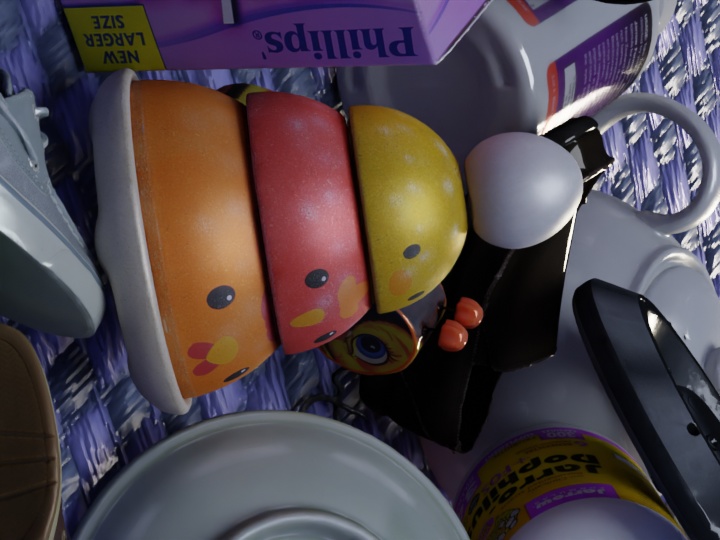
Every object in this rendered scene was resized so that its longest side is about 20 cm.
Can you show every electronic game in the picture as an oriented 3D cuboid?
[{"bbox_3d":[0.156,0.091,1.391,0.200,0.042,0.200,55,11,-17],"label":"electronic game"}]

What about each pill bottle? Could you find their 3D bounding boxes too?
[{"bbox_3d":[0.103,0.144,1.389,0.200,0.104,0.104,-115,-162,-77],"label":"pill bottle"},{"bbox_3d":[0.082,-0.121,1.498,0.200,0.111,0.112,-34,120,-53],"label":"pill bottle"}]

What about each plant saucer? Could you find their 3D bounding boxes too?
[{"bbox_3d":[-0.030,0.157,1.273,0.200,0.050,0.200,3,81,-18],"label":"plant saucer"}]

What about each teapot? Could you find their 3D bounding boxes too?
[{"bbox_3d":[0.128,0.043,1.546,0.197,0.146,0.200,-59,137,-40],"label":"teapot"}]

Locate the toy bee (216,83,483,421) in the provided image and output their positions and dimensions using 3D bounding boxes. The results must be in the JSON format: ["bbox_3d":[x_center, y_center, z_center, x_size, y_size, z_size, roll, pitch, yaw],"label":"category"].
[{"bbox_3d":[0.000,0.000,1.373,0.200,0.109,0.131,51,47,-46],"label":"toy bee"}]

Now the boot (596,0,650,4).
[{"bbox_3d":[0.040,-0.171,1.362,0.158,0.211,0.079,-31,143,-59],"label":"boot"}]

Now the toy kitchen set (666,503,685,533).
[{"bbox_3d":[0.308,0.181,1.829,0.180,0.163,0.200,-54,135,-43],"label":"toy kitchen set"}]

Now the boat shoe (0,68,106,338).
[{"bbox_3d":[-0.151,-0.050,1.157,0.201,0.070,0.072,51,54,-43],"label":"boat shoe"}]

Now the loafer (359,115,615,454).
[{"bbox_3d":[0.073,0.010,1.425,0.073,0.071,0.200,-30,157,-48],"label":"loafer"}]

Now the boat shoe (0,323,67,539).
[{"bbox_3d":[-0.148,0.122,1.188,0.072,0.072,0.200,84,0,-82],"label":"boat shoe"}]

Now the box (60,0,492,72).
[{"bbox_3d":[-0.051,-0.189,1.217,0.097,0.176,0.200,-53,134,-44],"label":"box"}]

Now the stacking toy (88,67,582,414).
[{"bbox_3d":[-0.007,-0.026,1.244,0.146,0.200,0.146,-10,90,-88],"label":"stacking toy"}]
